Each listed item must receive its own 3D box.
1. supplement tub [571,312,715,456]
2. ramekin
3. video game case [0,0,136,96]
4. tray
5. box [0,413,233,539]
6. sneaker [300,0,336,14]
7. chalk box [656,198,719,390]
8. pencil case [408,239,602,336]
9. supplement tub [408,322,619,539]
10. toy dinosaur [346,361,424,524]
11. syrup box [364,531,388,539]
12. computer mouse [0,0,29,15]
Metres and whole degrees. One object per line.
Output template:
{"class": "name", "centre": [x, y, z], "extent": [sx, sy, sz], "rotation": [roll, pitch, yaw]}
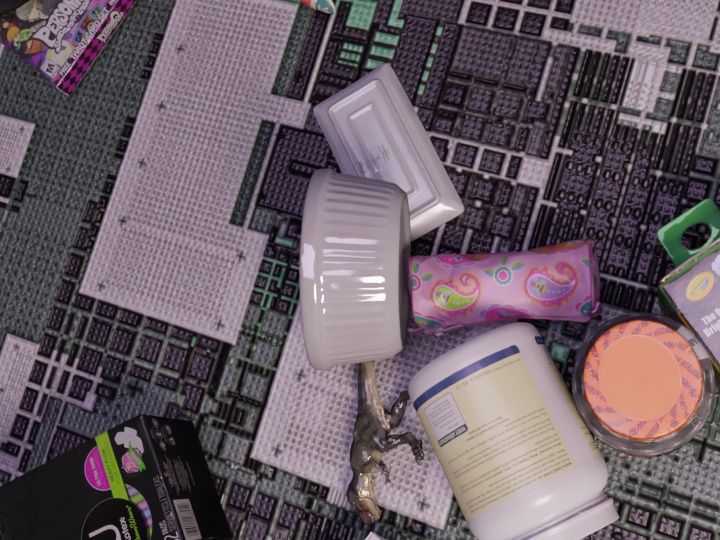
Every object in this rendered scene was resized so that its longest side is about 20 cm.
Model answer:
{"class": "supplement tub", "centre": [0.256, 0.107, 0.902], "extent": [0.120, 0.200, 0.125], "rotation": [-3, 78, 15]}
{"class": "ramekin", "centre": [0.000, 0.000, 1.007], "extent": [0.093, 0.202, 0.206], "rotation": [1, 80, 7]}
{"class": "video game case", "centre": [-0.378, -0.353, 1.268], "extent": [0.181, 0.036, 0.201], "rotation": [38, 92, 21]}
{"class": "tray", "centre": [0.026, -0.128, 1.111], "extent": [0.106, 0.022, 0.202], "rotation": [-29, 73, 11]}
{"class": "box", "centre": [-0.266, 0.265, 1.069], "extent": [0.198, 0.124, 0.150], "rotation": [-27, 72, 11]}
{"class": "sneaker", "centre": [-0.010, -0.389, 1.157], "extent": [0.093, 0.070, 0.201], "rotation": [35, 89, 2]}
{"class": "chalk box", "centre": [0.358, 0.031, 0.928], "extent": [0.124, 0.124, 0.202], "rotation": [-34, 71, 9]}
{"class": "pencil case", "centre": [0.144, 0.019, 1.014], "extent": [0.197, 0.087, 0.089], "rotation": [-6, 78, 16]}
{"class": "supplement tub", "centre": [0.146, 0.169, 0.953], "extent": [0.144, 0.145, 0.202], "rotation": [-28, 73, 10]}
{"class": "toy dinosaur", "centre": [0.027, 0.163, 1.045], "extent": [0.087, 0.047, 0.203], "rotation": [-4, 75, 23]}
{"class": "syrup box", "centre": [0.065, 0.347, 0.942], "extent": [0.199, 0.079, 0.082], "rotation": [34, 84, 40]}
{"class": "computer mouse", "centre": [-0.450, -0.372, 1.253], "extent": [0.198, 0.053, 0.141], "rotation": [-17, 71, 26]}
